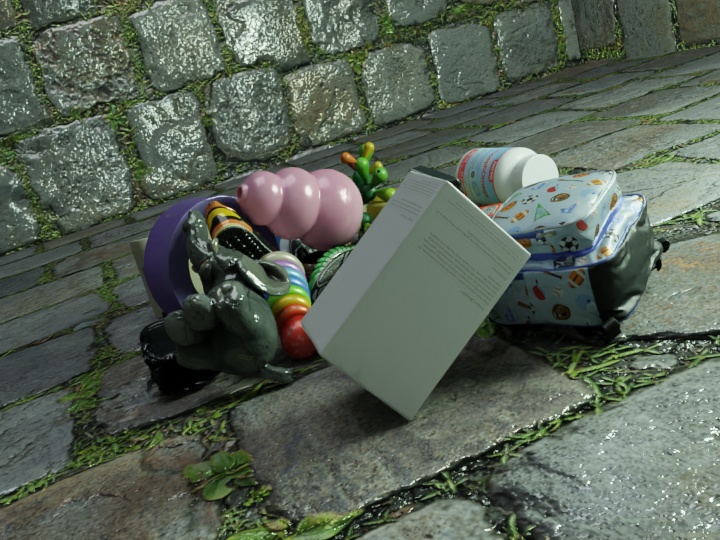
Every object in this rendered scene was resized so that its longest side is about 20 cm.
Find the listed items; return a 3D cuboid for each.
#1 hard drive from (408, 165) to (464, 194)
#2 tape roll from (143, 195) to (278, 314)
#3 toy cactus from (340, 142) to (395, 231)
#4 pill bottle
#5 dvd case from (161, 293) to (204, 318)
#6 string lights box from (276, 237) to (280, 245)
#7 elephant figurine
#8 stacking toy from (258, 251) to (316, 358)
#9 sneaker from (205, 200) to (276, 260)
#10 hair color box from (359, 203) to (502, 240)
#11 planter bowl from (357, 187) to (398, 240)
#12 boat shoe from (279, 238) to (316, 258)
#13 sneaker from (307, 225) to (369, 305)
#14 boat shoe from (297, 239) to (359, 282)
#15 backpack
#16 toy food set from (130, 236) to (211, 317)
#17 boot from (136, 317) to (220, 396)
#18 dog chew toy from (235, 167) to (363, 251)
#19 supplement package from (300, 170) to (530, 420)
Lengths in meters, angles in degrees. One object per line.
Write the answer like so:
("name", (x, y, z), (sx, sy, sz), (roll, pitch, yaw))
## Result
("hard drive", (0.127, -0.082, 1.181), (0.032, 0.142, 0.200), (-16, 15, -7))
("tape roll", (-0.228, -0.012, 1.189), (0.198, 0.204, 0.084), (-28, 18, -37))
("toy cactus", (-0.003, -0.125, 1.365), (0.100, 0.203, 0.165), (1, -29, -28))
("pill bottle", (0.267, -0.170, 1.402), (0.107, 0.111, 0.199), (-22, 16, -21))
("dvd case", (-0.232, 0.047, 1.335), (0.198, 0.018, 0.142), (-26, 17, -32))
("string lights box", (-0.122, -0.059, 1.513), (0.196, 0.060, 0.103), (-13, 14, 12))
("elephant figurine", (-0.157, 0.027, 0.960), (0.138, 0.158, 0.201), (-8, 32, 9))
("stacking toy", (-0.094, 0.053, 1.037), (0.084, 0.087, 0.200), (-18, 31, -10))
("sneaker", (-0.164, -0.032, 1.145), (0.069, 0.201, 0.091), (-33, 53, 3))
("hair color box", (0.107, -0.021, 1.062), (0.196, 0.103, 0.061), (-10, 15, 23))
("planter bowl", (0.074, -0.106, 1.428), (0.196, 0.085, 0.201), (-14, 16, 4))
("boat shoe", (-0.093, -0.018, 1.301), (0.067, 0.075, 0.199), (-6, -3, 5))
("sneaker", (0.000, 0.000, 1.150), (0.199, 0.079, 0.085), (-37, 51, -26))
("boat shoe", (-0.038, -0.017, 1.251), (0.069, 0.072, 0.199), (7, 25, 31))
("backpack", (0.220, -0.016, 0.860), (0.188, 0.156, 0.199), (-16, 14, 42))
("toy food set", (-0.318, -0.020, 1.416), (0.060, 0.146, 0.199), (0, 23, 44))
("boot", (-0.210, 0.095, 1.046), (0.195, 0.075, 0.162), (-20, 18, -19))
("dog chew toy", (-0.094, -0.099, 1.160), (0.197, 0.127, 0.124), (7, 1, -33))
("supplement package", (0.049, 0.020, 0.772), (0.201, 0.121, 0.120), (-53, 18, 0))
